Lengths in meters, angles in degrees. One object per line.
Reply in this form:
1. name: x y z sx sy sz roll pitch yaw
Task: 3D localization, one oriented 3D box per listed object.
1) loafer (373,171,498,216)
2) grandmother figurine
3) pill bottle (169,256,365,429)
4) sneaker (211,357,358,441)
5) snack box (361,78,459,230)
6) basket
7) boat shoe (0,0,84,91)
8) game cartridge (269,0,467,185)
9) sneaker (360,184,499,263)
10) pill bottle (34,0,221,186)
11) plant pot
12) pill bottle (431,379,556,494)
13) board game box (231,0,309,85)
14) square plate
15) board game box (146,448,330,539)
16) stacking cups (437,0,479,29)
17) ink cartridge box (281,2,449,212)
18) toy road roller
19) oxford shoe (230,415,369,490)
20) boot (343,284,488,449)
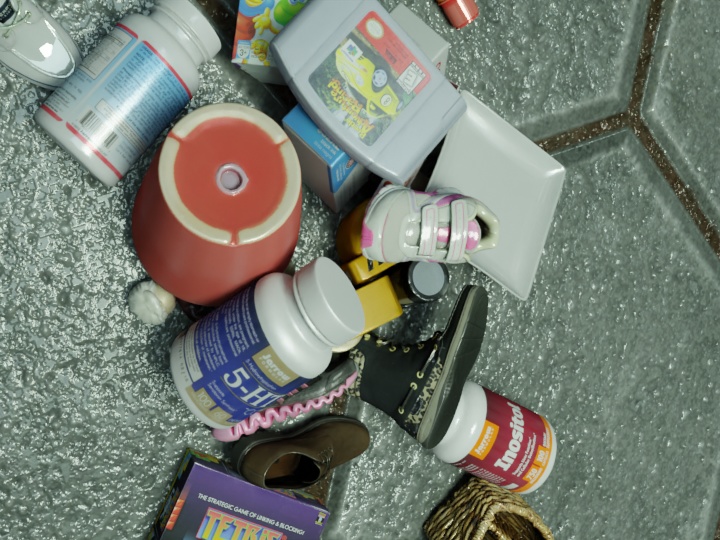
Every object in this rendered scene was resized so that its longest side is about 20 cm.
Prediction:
1. loafer: 0.115 -0.095 0.985 0.196 0.073 0.073 18 88 -25
2. grandmother figurine: -0.178 0.015 0.890 0.195 0.061 0.124 -18 76 -16
3. pill bottle: -0.098 0.075 0.809 0.198 0.120 0.120 -32 110 20
4. sneaker: -0.099 0.134 0.918 0.195 0.079 0.098 -19 87 -7
5. snack box: 0.059 -0.130 0.883 0.024 0.072 0.203 27 68 8
6. basket: 0.206 0.404 1.027 0.142 0.149 0.200 -42 109 2
7. boat shoe: -0.372 -0.262 0.769 0.199 0.067 0.074 38 82 -21
8. game cartridge: 0.006 -0.195 0.783 0.200 0.041 0.134 44 83 -10
9. sneaker: 0.083 -0.049 0.815 0.197 0.087 0.084 -15 115 -42
10. pill bottle: -0.245 -0.199 0.807 0.109 0.108 0.201 43 79 -20
11. plant pot: -0.146 -0.074 0.796 0.195 0.177 0.207 3 77 -15
12. pill bottle: 0.162 0.219 1.020 0.197 0.113 0.115 27 86 -23
13. board game box: -0.071 -0.322 0.848 0.102 0.103 0.206 8 93 12
14. square plate: 0.167 -0.094 0.963 0.197 0.028 0.202 30 72 -24
15. board game box: -0.158 0.340 0.932 0.197 0.056 0.169 26 87 -23
16. stacking cups: 0.090 -0.406 0.947 0.060 0.060 0.201 -42 109 -12
17. ink cartridge box: 0.008 -0.187 0.883 0.083 0.145 0.200 41 79 12
18. toy road roller: 0.000 0.000 0.929 0.197 0.123 0.149 -28 91 -18
19. oxford shoe: -0.058 0.238 0.936 0.196 0.084 0.075 -7 111 -38
20. boot: 0.065 0.097 0.937 0.073 0.151 0.209 10 100 -58
